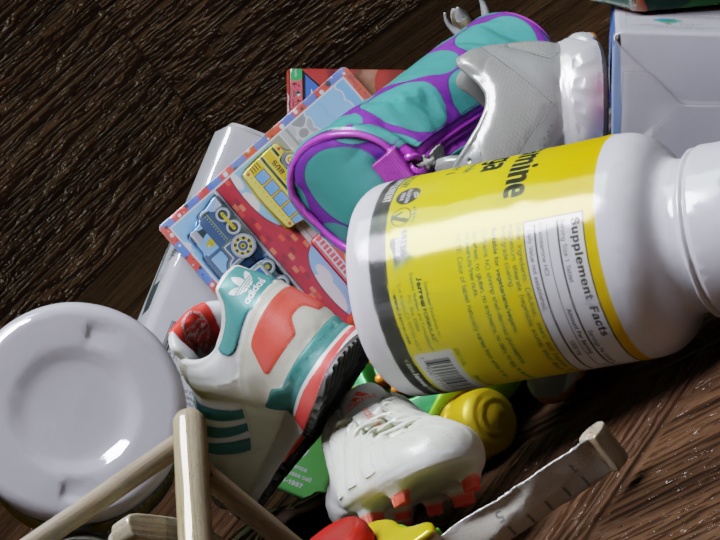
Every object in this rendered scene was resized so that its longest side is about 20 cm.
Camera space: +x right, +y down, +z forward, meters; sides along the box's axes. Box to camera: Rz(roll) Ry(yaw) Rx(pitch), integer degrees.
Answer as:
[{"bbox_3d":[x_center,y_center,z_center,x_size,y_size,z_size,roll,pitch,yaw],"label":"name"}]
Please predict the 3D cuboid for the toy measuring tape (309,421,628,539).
[{"bbox_3d":[0.033,0.129,1.213,0.200,0.074,0.074,-36,9,3],"label":"toy measuring tape"}]

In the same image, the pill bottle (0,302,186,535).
[{"bbox_3d":[-0.151,0.086,1.389,0.114,0.114,0.200,-42,-4,-10],"label":"pill bottle"}]

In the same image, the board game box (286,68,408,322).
[{"bbox_3d":[0.007,-0.022,1.579,0.103,0.201,0.019,0,-3,-10],"label":"board game box"}]

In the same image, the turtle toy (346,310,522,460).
[{"bbox_3d":[0.049,0.040,1.469,0.200,0.101,0.146,-47,10,-36],"label":"turtle toy"}]

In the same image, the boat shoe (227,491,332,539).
[{"bbox_3d":[-0.050,0.169,1.354,0.075,0.075,0.202,-30,12,25],"label":"boat shoe"}]

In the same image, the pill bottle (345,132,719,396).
[{"bbox_3d":[0.102,-0.006,1.290,0.200,0.113,0.112,-11,22,25],"label":"pill bottle"}]

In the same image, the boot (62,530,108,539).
[{"bbox_3d":[-0.136,0.193,1.401,0.200,0.072,0.182,-60,-21,-71],"label":"boot"}]

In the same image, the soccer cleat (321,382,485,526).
[{"bbox_3d":[0.012,0.091,1.307,0.069,0.078,0.200,-10,-10,-13],"label":"soccer cleat"}]

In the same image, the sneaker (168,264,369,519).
[{"bbox_3d":[-0.060,0.059,1.382,0.070,0.093,0.200,-49,-5,-30],"label":"sneaker"}]

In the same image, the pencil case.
[{"bbox_3d":[0.045,-0.079,1.488,0.092,0.085,0.200,-14,17,39],"label":"pencil case"}]

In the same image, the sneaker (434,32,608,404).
[{"bbox_3d":[0.085,-0.028,1.396,0.092,0.201,0.076,1,-8,1],"label":"sneaker"}]

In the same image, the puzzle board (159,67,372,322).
[{"bbox_3d":[0.000,0.000,1.555,0.151,0.200,0.017,-41,0,-3],"label":"puzzle board"}]

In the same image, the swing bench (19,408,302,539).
[{"bbox_3d":[-0.110,0.203,1.105,0.199,0.130,0.200,-36,26,30],"label":"swing bench"}]

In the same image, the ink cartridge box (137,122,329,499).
[{"bbox_3d":[-0.057,0.026,1.622,0.084,0.146,0.200,-177,110,-80],"label":"ink cartridge box"}]

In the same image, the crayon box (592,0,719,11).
[{"bbox_3d":[0.195,-0.186,1.469,0.200,0.051,0.127,-9,18,-30],"label":"crayon box"}]

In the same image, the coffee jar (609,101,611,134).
[{"bbox_3d":[0.125,-0.041,1.591,0.104,0.085,0.200,-33,4,-31],"label":"coffee jar"}]

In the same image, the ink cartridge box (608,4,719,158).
[{"bbox_3d":[0.205,-0.111,1.428,0.136,0.077,0.200,2,16,5],"label":"ink cartridge box"}]

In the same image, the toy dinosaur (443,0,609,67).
[{"bbox_3d":[0.142,-0.104,1.641,0.102,0.199,0.077,86,-159,-80],"label":"toy dinosaur"}]
